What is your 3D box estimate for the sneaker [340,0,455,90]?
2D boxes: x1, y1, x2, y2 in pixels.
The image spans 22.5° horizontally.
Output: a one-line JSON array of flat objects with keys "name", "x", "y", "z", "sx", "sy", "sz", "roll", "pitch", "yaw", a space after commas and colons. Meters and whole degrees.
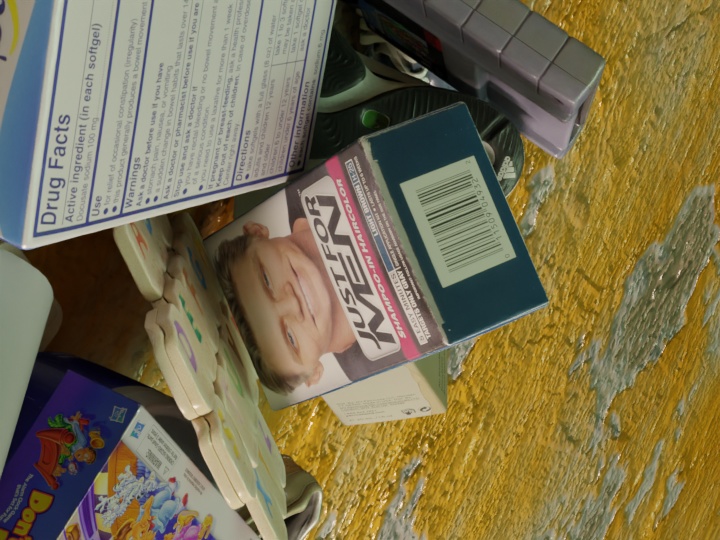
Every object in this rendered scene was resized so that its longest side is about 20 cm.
[{"name": "sneaker", "x": 0.010, "y": -0.155, "z": 1.043, "sx": 0.146, "sy": 0.081, "sz": 0.200, "roll": -17, "pitch": 130, "yaw": -43}]

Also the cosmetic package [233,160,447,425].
[{"name": "cosmetic package", "x": -0.008, "y": 0.006, "z": 1.078, "sx": 0.200, "sy": 0.073, "sz": 0.104, "roll": 57, "pitch": 29, "yaw": -58}]

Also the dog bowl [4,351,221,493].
[{"name": "dog bowl", "x": -0.159, "y": 0.145, "z": 0.918, "sx": 0.200, "sy": 0.079, "sz": 0.200, "roll": -41, "pitch": 143, "yaw": -41}]

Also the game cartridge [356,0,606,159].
[{"name": "game cartridge", "x": 0.056, "y": -0.110, "z": 0.894, "sx": 0.038, "sy": 0.129, "sz": 0.200, "roll": -59, "pitch": 174, "yaw": -1}]

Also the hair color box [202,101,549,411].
[{"name": "hair color box", "x": 0.000, "y": 0.000, "z": 0.867, "sx": 0.060, "sy": 0.200, "sz": 0.100, "roll": -21, "pitch": 87, "yaw": -27}]

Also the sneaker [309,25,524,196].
[{"name": "sneaker", "x": -0.010, "y": -0.083, "z": 0.965, "sx": 0.076, "sy": 0.200, "sz": 0.115, "roll": -64, "pitch": 177, "yaw": -1}]

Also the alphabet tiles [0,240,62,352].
[{"name": "alphabet tiles", "x": -0.216, "y": 0.067, "z": 0.861, "sx": 0.196, "sy": 0.015, "sz": 0.200, "roll": -55, "pitch": 149, "yaw": -22}]

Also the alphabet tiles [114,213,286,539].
[{"name": "alphabet tiles", "x": -0.077, "y": 0.040, "z": 0.917, "sx": 0.200, "sy": 0.015, "sz": 0.196, "roll": -98, "pitch": 165, "yaw": -73}]

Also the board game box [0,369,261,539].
[{"name": "board game box", "x": -0.119, "y": 0.153, "z": 0.860, "sx": 0.135, "sy": 0.045, "sz": 0.200, "roll": -59, "pitch": 151, "yaw": -17}]

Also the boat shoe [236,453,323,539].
[{"name": "boat shoe", "x": -0.094, "y": 0.199, "z": 1.105, "sx": 0.200, "sy": 0.068, "sz": 0.075, "roll": -62, "pitch": 151, "yaw": -11}]

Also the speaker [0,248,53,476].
[{"name": "speaker", "x": -0.191, "y": 0.086, "z": 0.756, "sx": 0.081, "sy": 0.081, "sz": 0.200, "roll": 59, "pitch": 38, "yaw": -56}]

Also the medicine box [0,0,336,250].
[{"name": "medicine box", "x": -0.101, "y": -0.125, "z": 0.774, "sx": 0.200, "sy": 0.103, "sz": 0.183, "roll": -19, "pitch": 125, "yaw": -54}]
